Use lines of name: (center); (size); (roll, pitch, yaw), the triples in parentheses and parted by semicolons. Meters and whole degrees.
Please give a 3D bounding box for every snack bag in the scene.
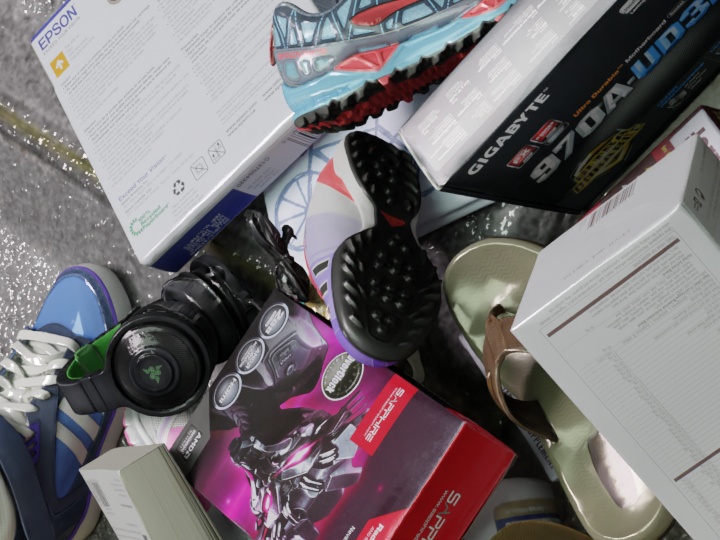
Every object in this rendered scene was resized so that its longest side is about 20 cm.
snack bag: (0.002, -0.108, 1.358); (0.188, 0.021, 0.201); (-26, 68, 31)

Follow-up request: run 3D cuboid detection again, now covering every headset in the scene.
headset: (-0.113, 0.027, 1.356); (0.200, 0.124, 0.094); (-18, 107, 36)

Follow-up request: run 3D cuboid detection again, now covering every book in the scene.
book: (-0.099, 0.200, 1.305); (0.200, 0.048, 0.134); (61, 162, -5)

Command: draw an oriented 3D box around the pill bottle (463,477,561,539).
pill bottle: (0.077, 0.226, 1.217); (0.111, 0.111, 0.201); (-22, 73, 32)

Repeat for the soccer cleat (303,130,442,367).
soccer cleat: (0.000, 0.000, 1.251); (0.073, 0.068, 0.200); (-54, 23, 30)

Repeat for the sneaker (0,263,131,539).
sneaker: (-0.227, 0.091, 1.426); (0.080, 0.146, 0.201); (10, 92, 36)

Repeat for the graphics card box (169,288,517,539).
graphics card box: (-0.016, 0.104, 1.216); (0.126, 0.051, 0.200); (-57, 40, 1)

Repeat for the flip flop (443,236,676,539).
flip flop: (0.103, 0.062, 1.169); (0.081, 0.057, 0.200); (-41, 59, 26)

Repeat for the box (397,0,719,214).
box: (0.135, -0.119, 1.178); (0.200, 0.159, 0.046); (-47, 63, 22)

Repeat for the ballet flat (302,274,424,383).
ballet flat: (0.013, 0.088, 1.307); (0.071, 0.071, 0.201); (-22, 72, 32)

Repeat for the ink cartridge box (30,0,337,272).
ink cartridge box: (-0.105, -0.136, 1.401); (0.196, 0.043, 0.200); (-42, 59, 23)

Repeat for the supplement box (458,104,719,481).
supplement box: (0.161, 0.016, 1.208); (0.200, 0.061, 0.109); (-45, 62, 23)

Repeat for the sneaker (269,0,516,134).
sneaker: (0.037, -0.160, 1.266); (0.199, 0.079, 0.096); (-24, 81, 3)

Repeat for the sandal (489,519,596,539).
sandal: (0.153, 0.199, 1.170); (0.199, 0.054, 0.080); (27, 69, 3)

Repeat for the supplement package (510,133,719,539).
supplement package: (0.187, 0.053, 1.098); (0.114, 0.110, 0.200); (-37, 99, 24)

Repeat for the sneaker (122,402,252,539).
sneaker: (-0.073, 0.119, 1.357); (0.088, 0.081, 0.200); (-47, 47, -3)
